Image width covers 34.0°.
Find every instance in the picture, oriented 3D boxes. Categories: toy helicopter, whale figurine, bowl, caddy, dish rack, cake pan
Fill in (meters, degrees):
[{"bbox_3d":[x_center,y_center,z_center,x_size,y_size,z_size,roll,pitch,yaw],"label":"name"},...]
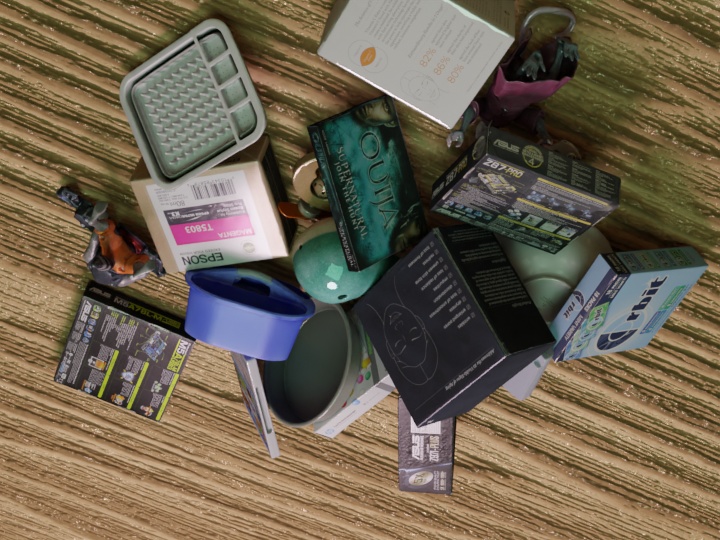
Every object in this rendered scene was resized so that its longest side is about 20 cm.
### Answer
[{"bbox_3d":[-0.027,-0.090,1.657,0.131,0.080,0.200,-28,131,19],"label":"toy helicopter"},{"bbox_3d":[0.000,0.000,1.657,0.198,0.105,0.159,15,142,-32],"label":"whale figurine"},{"bbox_3d":[0.265,0.022,1.681,0.198,0.091,0.203,4,126,6],"label":"bowl"},{"bbox_3d":[-0.166,0.048,1.731,0.197,0.142,0.106,16,109,-4],"label":"caddy"},{"bbox_3d":[-0.218,-0.219,1.570,0.198,0.043,0.174,-26,85,26],"label":"dish rack"},{"bbox_3d":[-0.071,0.137,1.768,0.036,0.202,0.200,19,133,-40],"label":"cake pan"}]

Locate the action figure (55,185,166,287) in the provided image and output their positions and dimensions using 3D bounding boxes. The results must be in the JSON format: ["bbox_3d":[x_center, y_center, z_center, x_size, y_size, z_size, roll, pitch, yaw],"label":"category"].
[{"bbox_3d":[-0.378,-0.036,1.709,0.199,0.105,0.193,37,160,-6],"label":"action figure"}]

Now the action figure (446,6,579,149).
[{"bbox_3d":[0.185,-0.229,1.506,0.132,0.151,0.200,9,155,-18],"label":"action figure"}]

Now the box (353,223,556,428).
[{"bbox_3d":[0.124,0.073,1.603,0.123,0.198,0.200,-7,153,-46],"label":"box"}]

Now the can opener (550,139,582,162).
[{"bbox_3d":[0.209,-0.114,1.600,0.198,0.067,0.053,-24,130,24],"label":"can opener"}]

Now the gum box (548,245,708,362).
[{"bbox_3d":[0.367,0.045,1.642,0.198,0.045,0.171,-6,138,-38],"label":"gum box"}]

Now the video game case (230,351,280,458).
[{"bbox_3d":[-0.172,0.176,1.838,0.018,0.143,0.202,-20,127,-14],"label":"video game case"}]

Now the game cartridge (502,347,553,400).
[{"bbox_3d":[0.190,0.083,1.688,0.201,0.041,0.134,52,148,22],"label":"game cartridge"}]

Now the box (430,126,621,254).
[{"bbox_3d":[0.211,-0.098,1.530,0.198,0.050,0.161,18,152,-16],"label":"box"}]

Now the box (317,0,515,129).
[{"bbox_3d":[0.071,-0.302,1.459,0.198,0.107,0.153,28,126,-12],"label":"box"}]

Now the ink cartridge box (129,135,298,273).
[{"bbox_3d":[-0.206,-0.092,1.680,0.197,0.076,0.166,-8,124,14],"label":"ink cartridge box"}]

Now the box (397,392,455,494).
[{"bbox_3d":[0.105,0.212,1.801,0.085,0.165,0.202,3,128,6],"label":"box"}]

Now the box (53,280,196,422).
[{"bbox_3d":[-0.377,0.134,1.894,0.191,0.048,0.201,21,126,-10],"label":"box"}]

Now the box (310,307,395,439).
[{"bbox_3d":[-0.003,0.134,1.763,0.041,0.157,0.200,23,131,-34],"label":"box"}]

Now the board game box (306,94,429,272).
[{"bbox_3d":[0.014,-0.117,1.564,0.028,0.134,0.203,5,117,52],"label":"board game box"}]
